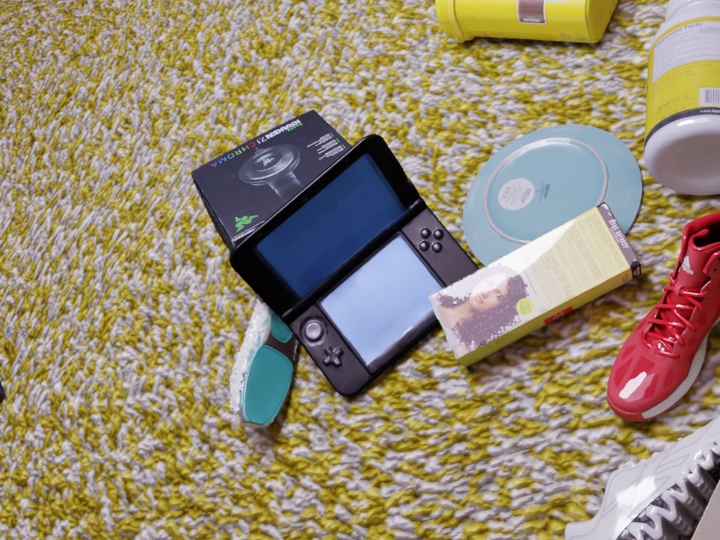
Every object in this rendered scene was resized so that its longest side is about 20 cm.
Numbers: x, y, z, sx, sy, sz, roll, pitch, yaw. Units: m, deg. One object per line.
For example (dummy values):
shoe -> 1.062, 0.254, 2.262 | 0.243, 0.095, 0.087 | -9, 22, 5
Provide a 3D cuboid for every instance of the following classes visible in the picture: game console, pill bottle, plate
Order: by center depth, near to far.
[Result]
pill bottle -> 0.341, -0.185, 0.920 | 0.110, 0.112, 0.203 | -4, 57, 28
game console -> 0.000, 0.000, 0.949 | 0.199, 0.116, 0.177 | -39, 75, 1
plate -> 0.198, -0.081, 0.991 | 0.197, 0.026, 0.203 | -15, 54, 21

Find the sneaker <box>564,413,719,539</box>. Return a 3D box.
sneaker -> 0.247, 0.176, 0.758 | 0.200, 0.075, 0.081 | -45, 39, -5

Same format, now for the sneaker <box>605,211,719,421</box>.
sneaker -> 0.272, 0.029, 0.810 | 0.078, 0.116, 0.201 | 29, 76, 40

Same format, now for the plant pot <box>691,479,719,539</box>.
plant pot -> 0.284, 0.241, 0.586 | 0.175, 0.200, 0.201 | 25, 73, 27

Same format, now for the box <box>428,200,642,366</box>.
box -> 0.171, 0.016, 0.912 | 0.198, 0.050, 0.076 | -30, 68, 9

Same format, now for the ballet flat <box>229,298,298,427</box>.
ballet flat -> -0.106, 0.089, 1.033 | 0.071, 0.072, 0.202 | -4, 52, 28

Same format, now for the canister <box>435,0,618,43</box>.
canister -> 0.210, -0.348, 1.128 | 0.198, 0.087, 0.150 | 13, 66, 34

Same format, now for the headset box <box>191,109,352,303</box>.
headset box -> -0.079, -0.075, 1.055 | 0.172, 0.094, 0.200 | -28, 36, -8

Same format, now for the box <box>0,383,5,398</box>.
box -> -0.603, 0.151, 1.181 | 0.197, 0.200, 0.117 | -45, 47, -5
